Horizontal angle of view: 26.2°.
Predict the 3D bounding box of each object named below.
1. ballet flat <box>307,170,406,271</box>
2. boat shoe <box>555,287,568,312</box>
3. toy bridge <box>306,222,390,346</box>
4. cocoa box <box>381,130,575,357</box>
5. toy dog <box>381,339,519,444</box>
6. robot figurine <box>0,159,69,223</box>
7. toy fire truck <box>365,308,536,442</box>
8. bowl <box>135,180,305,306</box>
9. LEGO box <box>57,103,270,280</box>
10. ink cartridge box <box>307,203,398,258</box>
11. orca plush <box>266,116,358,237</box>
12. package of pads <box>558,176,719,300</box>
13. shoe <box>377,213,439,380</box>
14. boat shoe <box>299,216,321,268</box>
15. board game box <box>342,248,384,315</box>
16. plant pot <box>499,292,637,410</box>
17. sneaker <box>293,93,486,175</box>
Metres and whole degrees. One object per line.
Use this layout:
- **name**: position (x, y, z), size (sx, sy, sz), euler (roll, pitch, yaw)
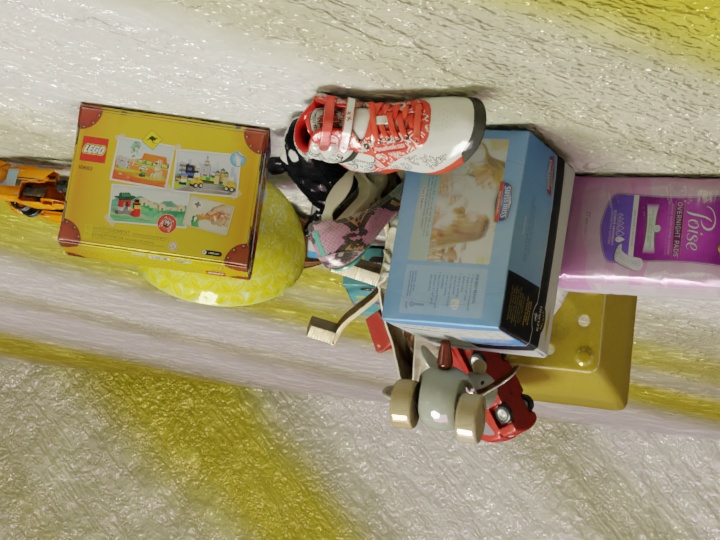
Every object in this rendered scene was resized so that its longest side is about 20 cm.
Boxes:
- **ballet flat**: position (0.012, -0.078, 1.565), size (0.069, 0.200, 0.071), euler (-5, 120, 40)
- **boat shoe**: position (0.134, -0.011, 1.675), size (0.200, 0.069, 0.071), euler (25, 171, 1)
- **toy bridge**: position (0.000, 0.000, 1.722), size (0.067, 0.200, 0.027), euler (17, -155, -7)
- **cocoa box**: position (0.119, -0.028, 1.531), size (0.133, 0.200, 0.131), euler (4, 168, 30)
- **toy dog**: position (0.095, 0.109, 1.569), size (0.132, 0.096, 0.200), euler (8, -173, -3)
- **robot figurine**: position (-0.349, -0.092, 1.879), size (0.200, 0.058, 0.145), euler (6, 168, 12)
- **toy fire truck**: position (0.102, 0.114, 1.760), size (0.049, 0.200, 0.141), euler (-20, 170, -46)
- **bowl**: position (-0.153, -0.061, 1.720), size (0.200, 0.200, 0.108), euler (8, 125, -3)
- **LEGO box**: position (-0.203, -0.081, 1.616), size (0.200, 0.149, 0.077), euler (8, 169, -1)
- **ink cartridge box**: position (0.000, -0.060, 1.780), size (0.116, 0.068, 0.200), euler (7, 168, -1)
- **orca plush**: position (-0.043, -0.080, 1.602), size (0.105, 0.071, 0.200), euler (-3, 153, -10)
- **package of pads**: position (0.303, -0.033, 1.588), size (0.200, 0.121, 0.076), euler (3, 167, 23)
- **shoe**: position (0.056, 0.034, 1.683), size (0.053, 0.200, 0.070), euler (-28, -150, -37)
- **boat shoe**: position (-0.110, -0.046, 1.908), size (0.200, 0.072, 0.068), euler (15, 166, -35)
- **board game box**: position (0.064, 0.017, 1.842), size (0.151, 0.047, 0.200), euler (2, 168, 5)
- **plant pot**: position (0.230, 0.059, 1.829), size (0.194, 0.196, 0.200), euler (6, 176, 9)
- **sneaker**: position (0.019, -0.130, 1.438), size (0.108, 0.067, 0.201), euler (12, 170, -33)
